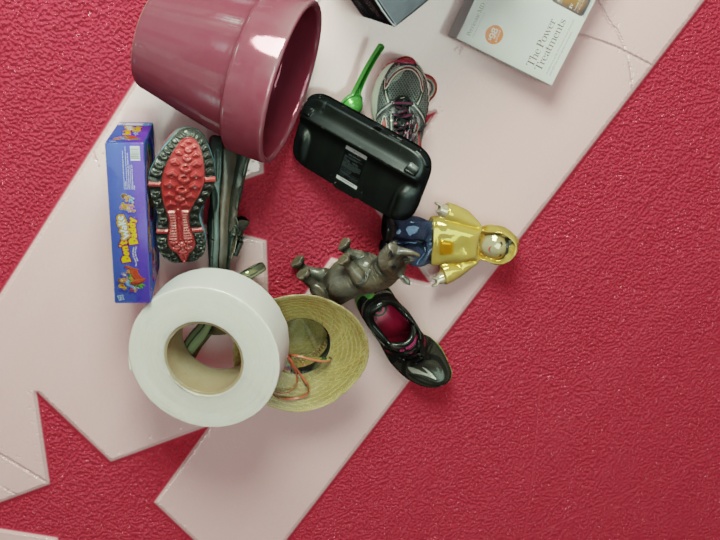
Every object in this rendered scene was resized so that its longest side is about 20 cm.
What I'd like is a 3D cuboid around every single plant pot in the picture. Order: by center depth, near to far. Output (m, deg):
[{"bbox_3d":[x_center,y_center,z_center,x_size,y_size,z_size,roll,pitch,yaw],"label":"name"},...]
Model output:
[{"bbox_3d":[-0.162,-0.250,0.979,0.179,0.200,0.201,20,106,5],"label":"plant pot"}]

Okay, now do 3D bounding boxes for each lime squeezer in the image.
[{"bbox_3d":[-0.007,-0.197,1.082,0.038,0.071,0.201,-3,108,-27],"label":"lime squeezer"}]

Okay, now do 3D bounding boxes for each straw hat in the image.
[{"bbox_3d":[-0.086,0.096,1.169,0.200,0.085,0.202,-1,120,-1],"label":"straw hat"}]

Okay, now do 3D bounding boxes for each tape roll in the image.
[{"bbox_3d":[-0.197,0.101,1.079,0.202,0.071,0.203,2,112,6],"label":"tape roll"}]

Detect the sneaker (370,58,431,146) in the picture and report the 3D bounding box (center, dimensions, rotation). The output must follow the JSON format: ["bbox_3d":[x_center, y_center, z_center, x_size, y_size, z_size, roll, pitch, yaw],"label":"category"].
[{"bbox_3d":[0.055,-0.175,1.086,0.080,0.075,0.201,0,111,-11],"label":"sneaker"}]

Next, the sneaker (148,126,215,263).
[{"bbox_3d":[-0.232,-0.107,1.046,0.079,0.096,0.200,1,134,-18],"label":"sneaker"}]

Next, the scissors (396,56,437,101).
[{"bbox_3d":[0.035,-0.191,1.124,0.073,0.014,0.200,25,105,-20],"label":"scissors"}]

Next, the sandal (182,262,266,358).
[{"bbox_3d":[-0.185,0.067,1.142,0.057,0.080,0.201,38,110,3],"label":"sandal"}]

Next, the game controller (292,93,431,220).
[{"bbox_3d":[-0.003,-0.146,1.062,0.200,0.042,0.105,33,130,20],"label":"game controller"}]

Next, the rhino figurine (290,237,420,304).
[{"bbox_3d":[0.000,0.000,1.119,0.200,0.060,0.087,-17,131,36],"label":"rhino figurine"}]

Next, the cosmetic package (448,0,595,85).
[{"bbox_3d":[0.226,-0.365,1.072,0.150,0.052,0.200,21,105,-14],"label":"cosmetic package"}]

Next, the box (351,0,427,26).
[{"bbox_3d":[0.068,-0.392,0.962,0.200,0.182,0.104,-38,112,5],"label":"box"}]

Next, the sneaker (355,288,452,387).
[{"bbox_3d":[0.062,0.106,1.198,0.077,0.084,0.200,-40,111,7],"label":"sneaker"}]

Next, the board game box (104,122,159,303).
[{"bbox_3d":[-0.286,-0.076,1.044,0.045,0.135,0.201,-1,110,-9],"label":"board game box"}]

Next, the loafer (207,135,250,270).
[{"bbox_3d":[-0.172,-0.079,1.100,0.063,0.072,0.201,-2,108,-15],"label":"loafer"}]

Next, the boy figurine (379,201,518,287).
[{"bbox_3d":[0.127,-0.034,1.170,0.199,0.064,0.125,5,106,-8],"label":"boy figurine"}]
